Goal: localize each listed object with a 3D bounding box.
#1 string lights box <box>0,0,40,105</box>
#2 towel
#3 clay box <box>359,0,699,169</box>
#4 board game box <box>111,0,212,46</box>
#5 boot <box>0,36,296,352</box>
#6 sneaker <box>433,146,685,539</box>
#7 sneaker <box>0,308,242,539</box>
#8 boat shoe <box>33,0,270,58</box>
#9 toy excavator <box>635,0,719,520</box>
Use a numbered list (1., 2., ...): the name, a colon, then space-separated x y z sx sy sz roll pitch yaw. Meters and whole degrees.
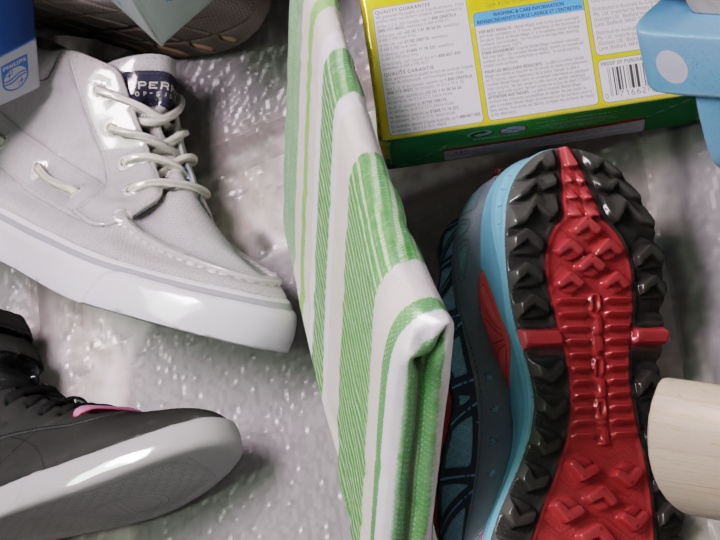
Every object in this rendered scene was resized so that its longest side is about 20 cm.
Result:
1. string lights box: -0.172 -0.159 1.115 0.059 0.201 0.103 -27 53 -23
2. towel: 0.000 0.000 1.026 0.023 0.153 0.201 -6 44 -8
3. clay box: 0.049 -0.144 1.054 0.114 0.048 0.201 -8 78 2
4. board game box: -0.052 -0.202 1.154 0.200 0.064 0.147 -41 50 -8
5. boot: -0.090 -0.037 1.163 0.199 0.073 0.096 21 96 42
6. sneaker: 0.059 0.064 1.029 0.095 0.079 0.201 -16 68 62
7. sneaker: -0.130 0.054 1.166 0.199 0.071 0.100 -18 69 37
8. boat shoe: -0.115 -0.133 1.216 0.199 0.074 0.074 8 81 38
9. toy excavator: 0.146 -0.044 0.971 0.099 0.201 0.194 6 35 40
